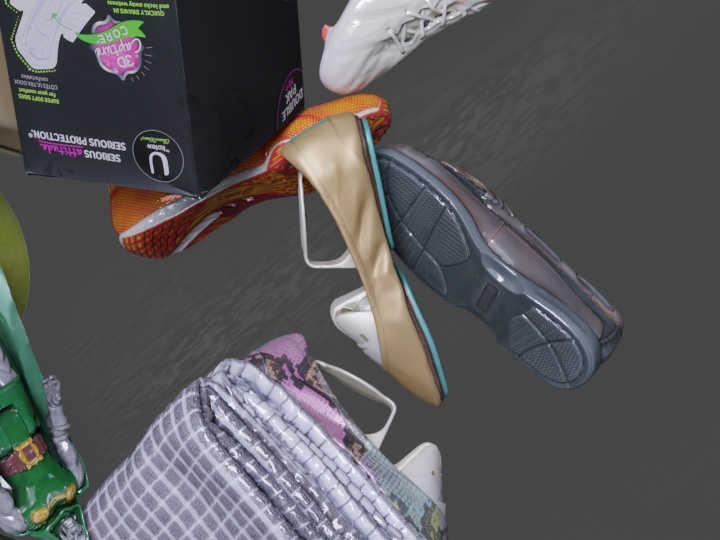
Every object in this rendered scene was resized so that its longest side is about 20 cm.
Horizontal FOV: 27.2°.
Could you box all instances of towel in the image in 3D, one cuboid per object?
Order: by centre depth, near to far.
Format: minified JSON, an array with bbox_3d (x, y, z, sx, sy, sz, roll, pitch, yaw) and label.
[{"bbox_3d":[-0.069,0.177,0.926,0.200,0.086,0.166,47,125,8],"label":"towel"}]

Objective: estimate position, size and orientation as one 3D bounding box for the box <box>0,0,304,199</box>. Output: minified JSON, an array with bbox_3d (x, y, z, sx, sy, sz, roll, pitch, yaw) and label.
[{"bbox_3d":[-0.121,-0.166,0.871,0.124,0.149,0.201,10,120,22],"label":"box"}]

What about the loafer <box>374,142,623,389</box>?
[{"bbox_3d":[0.084,-0.009,0.957,0.200,0.063,0.072,46,137,10],"label":"loafer"}]

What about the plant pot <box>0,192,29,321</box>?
[{"bbox_3d":[-0.339,0.001,0.952,0.186,0.200,0.188,-1,87,10],"label":"plant pot"}]

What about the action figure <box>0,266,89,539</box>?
[{"bbox_3d":[-0.220,0.092,0.914,0.118,0.055,0.200,-38,111,-32],"label":"action figure"}]

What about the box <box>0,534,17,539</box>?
[{"bbox_3d":[-0.207,0.272,0.953,0.159,0.049,0.201,18,117,12],"label":"box"}]

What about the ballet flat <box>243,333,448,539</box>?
[{"bbox_3d":[0.005,0.118,0.960,0.071,0.069,0.200,-40,81,-20],"label":"ballet flat"}]

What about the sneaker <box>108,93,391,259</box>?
[{"bbox_3d":[-0.077,-0.079,0.978,0.199,0.073,0.077,-21,68,4],"label":"sneaker"}]

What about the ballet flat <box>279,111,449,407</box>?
[{"bbox_3d":[0.000,0.000,0.941,0.063,0.069,0.201,-18,103,-3],"label":"ballet flat"}]

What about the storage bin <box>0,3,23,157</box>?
[{"bbox_3d":[-0.217,-0.178,0.932,0.093,0.200,0.199,8,89,20],"label":"storage bin"}]

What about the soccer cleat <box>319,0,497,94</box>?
[{"bbox_3d":[0.054,-0.184,0.953,0.078,0.069,0.200,41,88,20],"label":"soccer cleat"}]
